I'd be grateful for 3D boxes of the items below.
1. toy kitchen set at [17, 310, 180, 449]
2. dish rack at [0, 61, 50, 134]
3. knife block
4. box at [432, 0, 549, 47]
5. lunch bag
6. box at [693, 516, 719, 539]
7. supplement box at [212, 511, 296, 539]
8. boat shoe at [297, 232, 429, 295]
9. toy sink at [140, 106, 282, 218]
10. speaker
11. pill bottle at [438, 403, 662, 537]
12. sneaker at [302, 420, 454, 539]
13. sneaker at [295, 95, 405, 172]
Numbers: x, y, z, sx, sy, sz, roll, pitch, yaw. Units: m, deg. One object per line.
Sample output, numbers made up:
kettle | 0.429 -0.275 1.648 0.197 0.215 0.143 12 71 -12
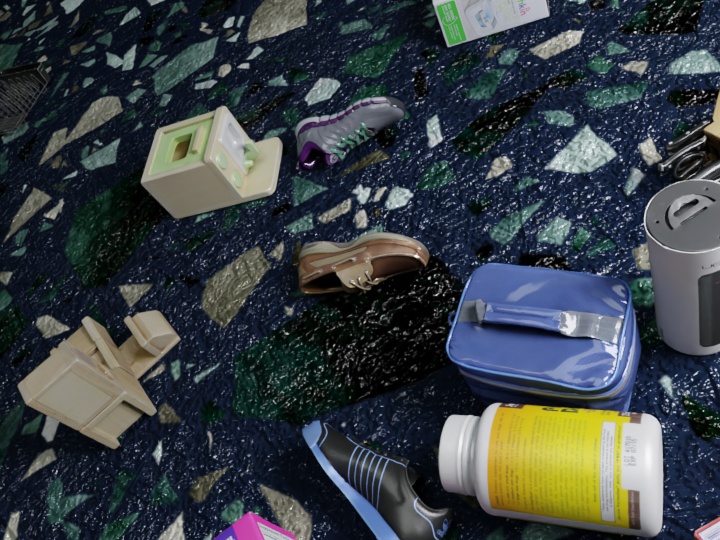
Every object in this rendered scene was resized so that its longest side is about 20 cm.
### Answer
toy kitchen set | -0.371 0.100 0.936 0.163 0.181 0.200 -43 53 -8
dish rack | -0.859 -0.418 1.640 0.153 0.055 0.200 -1 57 27
knife block | 0.449 -0.138 0.748 0.200 0.064 0.176 -4 49 43
box | 0.214 -0.502 1.131 0.176 0.097 0.200 -12 52 18
lunch bag | 0.188 0.072 0.708 0.200 0.132 0.136 6 60 29
box | 0.359 0.273 0.501 0.100 0.096 0.200 -32 49 3
supplement box | -0.089 0.361 0.661 0.101 0.103 0.200 -38 47 -2
boat shoe | 0.000 0.000 0.900 0.200 0.076 0.072 -8 57 33
toy sink | -0.250 -0.188 1.129 0.199 0.112 0.131 -10 53 20
speaker | 0.322 0.003 0.644 0.081 0.200 0.081 -14 52 18
pill bottle | 0.182 0.186 0.644 0.199 0.109 0.109 -1 57 26
sneaker | 0.016 0.226 0.732 0.078 0.070 0.200 -40 55 -10
sneaker | -0.017 -0.211 1.068 0.200 0.074 0.088 -11 66 31
